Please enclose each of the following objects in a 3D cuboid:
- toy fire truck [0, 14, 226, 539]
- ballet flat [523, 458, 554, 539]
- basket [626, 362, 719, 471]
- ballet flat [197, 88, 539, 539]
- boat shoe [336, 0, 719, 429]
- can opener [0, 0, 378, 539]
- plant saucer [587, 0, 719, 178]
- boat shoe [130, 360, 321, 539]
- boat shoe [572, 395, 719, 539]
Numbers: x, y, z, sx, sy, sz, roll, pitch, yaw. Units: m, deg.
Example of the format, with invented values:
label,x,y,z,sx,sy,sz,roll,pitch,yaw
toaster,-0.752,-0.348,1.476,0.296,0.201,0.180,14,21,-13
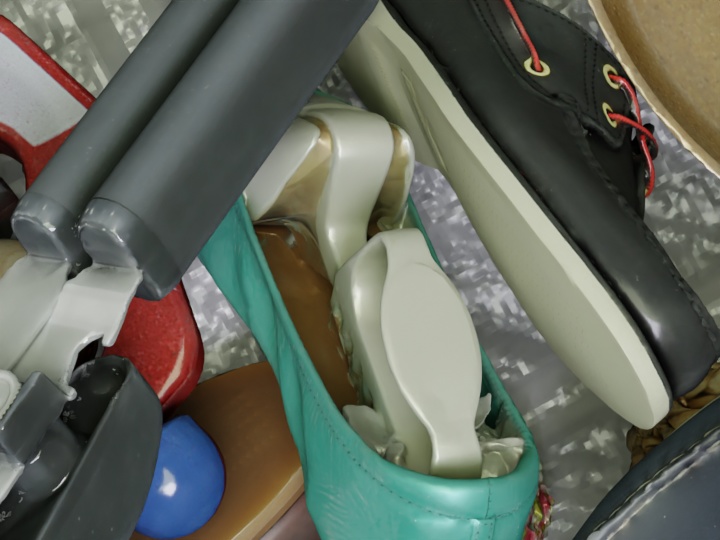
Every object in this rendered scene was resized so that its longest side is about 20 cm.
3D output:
label,x,y,z,sx,sy,sz,roll,pitch,yaw
toy fire truck,-0.127,0.039,0.804,0.168,0.112,0.200,43,84,9
ballet flat,0.003,0.132,0.834,0.075,0.064,0.201,13,89,2
basket,0.165,0.106,0.787,0.199,0.143,0.150,7,88,3
ballet flat,0.000,0.000,0.797,0.067,0.071,0.201,-2,51,-29
boat shoe,0.046,-0.038,0.790,0.063,0.074,0.202,-26,43,-6
can opener,-0.058,-0.006,0.760,0.052,0.067,0.201,8,59,43
plant saucer,0.142,-0.095,0.822,0.199,0.035,0.202,5,73,-17
boat shoe,-0.075,0.107,0.842,0.200,0.070,0.070,-38,127,4
boat shoe,0.127,0.046,0.694,0.199,0.062,0.075,-25,78,15
